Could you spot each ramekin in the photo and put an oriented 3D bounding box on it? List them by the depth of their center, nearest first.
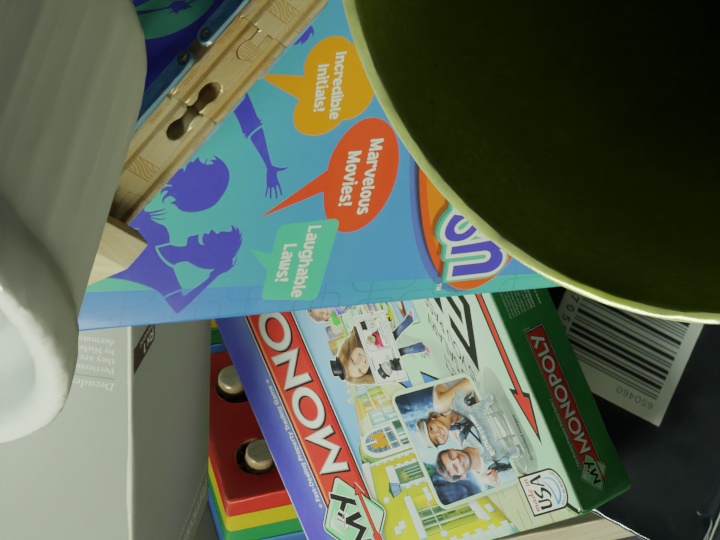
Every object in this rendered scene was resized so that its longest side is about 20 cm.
[{"bbox_3d":[-0.150,-0.044,0.717,0.200,0.098,0.200,16,156,7],"label":"ramekin"}]

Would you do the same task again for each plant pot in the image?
[{"bbox_3d":[0.120,-0.098,0.739,0.187,0.187,0.200,-16,-177,29],"label":"plant pot"}]

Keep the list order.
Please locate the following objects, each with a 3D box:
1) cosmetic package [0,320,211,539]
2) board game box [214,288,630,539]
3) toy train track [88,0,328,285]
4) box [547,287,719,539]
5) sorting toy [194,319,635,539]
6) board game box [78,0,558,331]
[{"bbox_3d":[-0.100,0.028,0.996,0.090,0.107,0.200,7,128,10],"label":"cosmetic package"},{"bbox_3d":[0.000,0.000,0.999,0.029,0.200,0.135,-25,-178,-44],"label":"board game box"},{"bbox_3d":[-0.012,-0.069,0.780,0.200,0.033,0.115,-47,143,9],"label":"toy train track"},{"bbox_3d":[0.135,-0.001,1.066,0.107,0.149,0.200,27,-160,18],"label":"box"},{"bbox_3d":[0.001,0.025,1.200,0.200,0.199,0.070,-10,145,-11],"label":"sorting toy"},{"bbox_3d":[-0.015,-0.060,0.854,0.200,0.045,0.152,-6,126,-25],"label":"board game box"}]
